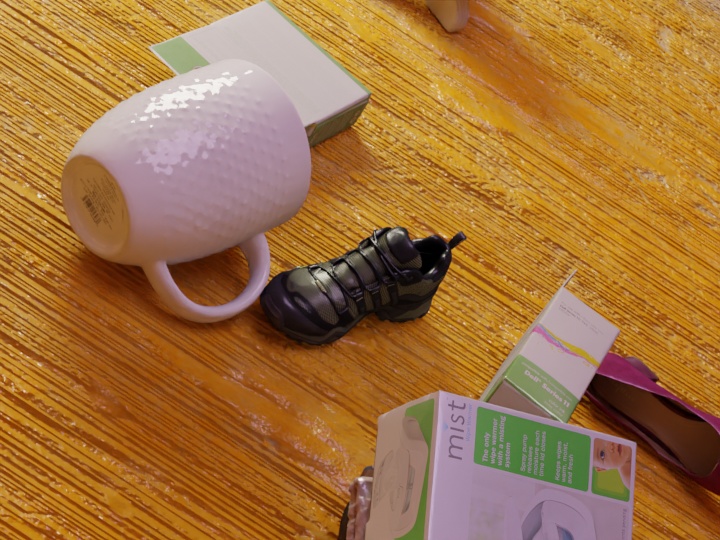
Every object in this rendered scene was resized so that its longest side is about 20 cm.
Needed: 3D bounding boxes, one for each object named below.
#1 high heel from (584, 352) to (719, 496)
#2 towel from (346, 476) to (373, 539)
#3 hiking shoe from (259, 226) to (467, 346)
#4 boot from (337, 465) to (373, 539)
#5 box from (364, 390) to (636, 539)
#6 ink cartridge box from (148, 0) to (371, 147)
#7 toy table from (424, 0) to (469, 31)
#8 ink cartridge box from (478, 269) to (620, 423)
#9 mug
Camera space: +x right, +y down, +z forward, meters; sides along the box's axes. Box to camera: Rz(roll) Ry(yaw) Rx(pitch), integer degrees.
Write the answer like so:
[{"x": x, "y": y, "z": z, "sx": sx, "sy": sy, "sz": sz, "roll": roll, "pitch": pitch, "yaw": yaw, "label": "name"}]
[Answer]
[{"x": 0.272, "y": 0.146, "z": 1.872, "sx": 0.200, "sy": 0.068, "sz": 0.096, "roll": 39, "pitch": 24, "yaw": 31, "label": "high heel"}, {"x": 0.077, "y": 0.260, "z": 1.561, "sx": 0.199, "sy": 0.032, "sz": 0.193, "roll": 15, "pitch": 66, "yaw": -24, "label": "towel"}, {"x": 0.000, "y": 0.000, "z": 1.799, "sx": 0.199, "sy": 0.101, "sz": 0.076, "roll": -13, "pitch": 56, "yaw": -45, "label": "hiking shoe"}, {"x": 0.057, "y": 0.247, "z": 1.617, "sx": 0.200, "sy": 0.075, "sz": 0.097, "roll": 39, "pitch": 61, "yaw": -12, "label": "boot"}, {"x": 0.096, "y": 0.208, "z": 1.516, "sx": 0.175, "sy": 0.097, "sz": 0.202, "roll": 17, "pitch": 67, "yaw": -26, "label": "box"}, {"x": -0.098, "y": -0.170, "z": 1.960, "sx": 0.145, "sy": 0.048, "sz": 0.200, "roll": 43, "pitch": 38, "yaw": 12, "label": "ink cartridge box"}, {"x": 0.079, "y": -0.356, "z": 2.246, "sx": 0.183, "sy": 0.117, "sz": 0.201, "roll": 3, "pitch": 46, "yaw": -34, "label": "toy table"}, {"x": 0.151, "y": 0.096, "z": 1.793, "sx": 0.067, "sy": 0.117, "sz": 0.200, "roll": 36, "pitch": 37, "yaw": 2, "label": "ink cartridge box"}, {"x": -0.142, "y": -0.056, "z": 1.736, "sx": 0.175, "sy": 0.147, "sz": 0.201, "roll": -25, "pitch": 95, "yaw": -40, "label": "mug"}]
